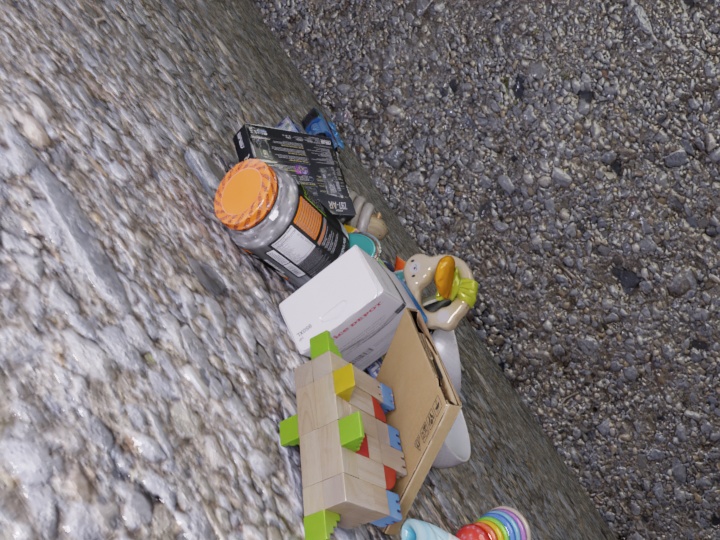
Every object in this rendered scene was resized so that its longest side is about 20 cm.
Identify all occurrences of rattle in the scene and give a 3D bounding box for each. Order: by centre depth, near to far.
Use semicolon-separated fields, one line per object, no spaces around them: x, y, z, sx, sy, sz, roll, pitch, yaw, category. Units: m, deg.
0.085;0.005;0.998;0.141;0.132;0.199;15;19;-47;rattle

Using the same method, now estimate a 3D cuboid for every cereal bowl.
0.099;0.224;0.988;0.202;0.082;0.202;56;18;-28;cereal bowl
0.130;0.160;1.213;0.200;0.081;0.206;170;-90;-82;cereal bowl

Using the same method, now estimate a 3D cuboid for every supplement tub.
-0.110;-0.064;0.875;0.200;0.121;0.124;41;17;-51;supplement tub

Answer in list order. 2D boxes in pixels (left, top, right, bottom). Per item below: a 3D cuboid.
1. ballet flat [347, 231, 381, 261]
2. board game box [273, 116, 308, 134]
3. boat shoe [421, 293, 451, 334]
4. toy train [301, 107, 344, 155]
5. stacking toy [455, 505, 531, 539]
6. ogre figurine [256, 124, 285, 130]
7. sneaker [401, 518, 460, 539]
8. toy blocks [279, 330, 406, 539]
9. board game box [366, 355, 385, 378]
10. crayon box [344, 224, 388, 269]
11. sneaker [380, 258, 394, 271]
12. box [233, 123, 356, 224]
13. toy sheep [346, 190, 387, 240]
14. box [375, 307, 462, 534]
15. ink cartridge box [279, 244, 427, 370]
-0.025;-0.019;0.979;0.197;0.075;0.074;3;-33;46;ballet flat
-0.123;-0.269;1.578;0.203;0.061;0.199;60;12;16;board game box
0.106;0.086;1.096;0.198;0.073;0.065;-23;93;-35;boat shoe
-0.127;-0.453;2.057;0.113;0.086;0.203;31;26;-42;toy train
0.197;0.409;0.931;0.199;0.085;0.086;30;26;-57;stacking toy
-0.152;-0.203;1.169;0.121;0.096;0.204;57;20;-47;ogre figurine
0.051;0.326;0.612;0.080;0.075;0.200;25;14;7;sneaker
-0.004;0.185;0.642;0.136;0.098;0.204;38;33;-44;toy blocks
-0.004;0.095;1.089;0.202;0.034;0.135;56;11;0;board game box
0.000;0.000;1.180;0.201;0.058;0.172;50;-10;-24;crayon box
0.045;0.027;1.374;0.083;0.073;0.201;59;-5;35;sneaker
-0.110;-0.160;1.056;0.197;0.043;0.164;-3;69;-46;box
-0.038;-0.106;1.297;0.194;0.142;0.138;13;11;4;toy sheep
0.047;0.173;0.719;0.021;0.204;0.165;9;30;-19;box
-0.005;0.063;0.892;0.085;0.143;0.199;58;11;26;ink cartridge box
